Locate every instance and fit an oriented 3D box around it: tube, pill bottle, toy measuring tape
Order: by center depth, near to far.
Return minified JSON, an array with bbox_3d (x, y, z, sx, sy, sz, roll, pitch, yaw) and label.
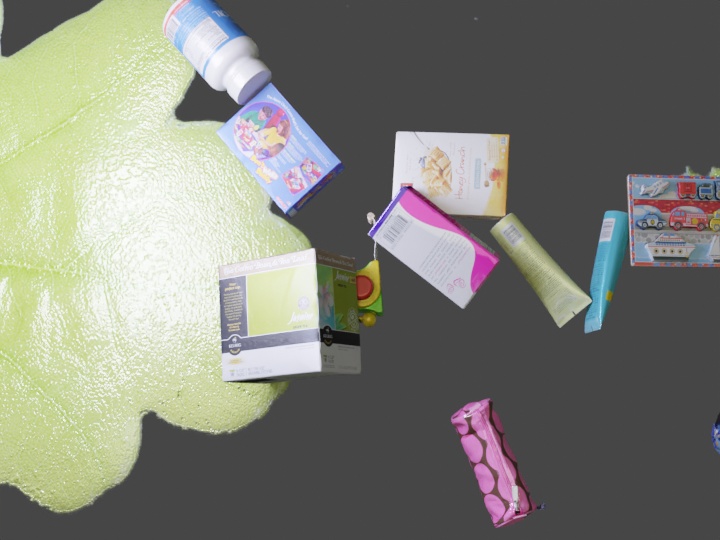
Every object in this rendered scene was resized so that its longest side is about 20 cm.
[{"bbox_3d":[0.404,0.003,1.635,0.050,0.077,0.202,16,80,3],"label":"tube"},{"bbox_3d":[0.297,-0.004,1.662,0.052,0.058,0.201,-34,77,-15],"label":"tube"},{"bbox_3d":[0.000,0.000,1.698,0.073,0.074,0.203,-6,71,7],"label":"toy measuring tape"},{"bbox_3d":[-0.252,-0.394,1.773,0.112,0.112,0.200,-43,79,0],"label":"pill bottle"}]

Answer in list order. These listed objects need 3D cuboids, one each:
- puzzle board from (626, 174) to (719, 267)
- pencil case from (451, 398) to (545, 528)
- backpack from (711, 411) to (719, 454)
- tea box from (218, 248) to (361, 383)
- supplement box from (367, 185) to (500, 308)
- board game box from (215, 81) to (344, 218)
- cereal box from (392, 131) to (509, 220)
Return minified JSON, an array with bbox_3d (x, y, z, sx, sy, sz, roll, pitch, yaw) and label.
[{"bbox_3d":[0.537,-0.082,1.629,0.197,0.017,0.153,1,80,-6],"label":"puzzle board"},{"bbox_3d":[0.216,0.307,1.600,0.090,0.094,0.202,-25,78,4],"label":"pencil case"},{"bbox_3d":[0.636,0.254,1.491,0.182,0.200,0.135,37,88,11],"label":"backpack"},{"bbox_3d":[-0.117,0.080,1.634,0.198,0.133,0.200,-8,80,30],"label":"tea box"},{"bbox_3d":[0.125,-0.041,1.644,0.199,0.103,0.102,38,100,5],"label":"supplement box"},{"bbox_3d":[-0.142,-0.213,1.761,0.134,0.045,0.200,-41,78,0],"label":"board game box"},{"bbox_3d":[0.155,-0.164,1.711,0.197,0.040,0.146,2,82,9],"label":"cereal box"}]
